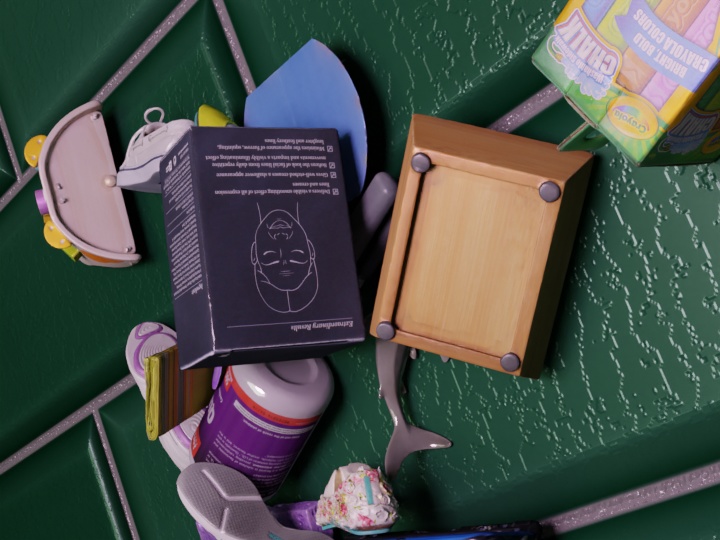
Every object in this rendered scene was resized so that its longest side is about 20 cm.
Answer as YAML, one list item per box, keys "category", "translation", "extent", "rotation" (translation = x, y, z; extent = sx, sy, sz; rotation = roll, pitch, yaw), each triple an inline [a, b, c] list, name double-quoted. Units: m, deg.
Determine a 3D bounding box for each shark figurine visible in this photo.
- category: "shark figurine"
  translation: [0.029, 0.075, 1.018]
  extent: [0.127, 0.089, 0.217]
  rotation: [26, 112, 39]

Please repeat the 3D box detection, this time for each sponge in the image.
- category: "sponge"
  translation: [-0.099, 0.317, 1.201]
  extent: [0.199, 0.030, 0.113]
  rotation: [-16, 98, 44]

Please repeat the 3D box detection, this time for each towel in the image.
- category: "towel"
  translation: [-0.172, 0.107, 1.143]
  extent: [0.018, 0.200, 0.087]
  rotation: [8, 103, 18]

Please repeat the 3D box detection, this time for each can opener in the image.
- category: "can opener"
  translation: [0.000, 0.000, 1.050]
  extent: [0.201, 0.053, 0.067]
  rotation: [-57, 44, 32]

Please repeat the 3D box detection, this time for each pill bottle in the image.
- category: "pill bottle"
  translation: [-0.113, 0.168, 1.148]
  extent: [0.113, 0.112, 0.201]
  rotation: [47, 125, 28]

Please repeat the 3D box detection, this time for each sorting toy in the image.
- category: "sorting toy"
  translation: [-0.359, -0.083, 1.362]
  extent: [0.180, 0.106, 0.203]
  rotation: [149, 106, -69]

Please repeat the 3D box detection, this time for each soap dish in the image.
- category: "soap dish"
  translation: [0.095, -0.015, 0.905]
  extent: [0.155, 0.081, 0.203]
  rotation: [15, 108, 12]

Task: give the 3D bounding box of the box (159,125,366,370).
- category: "box"
  translation: [-0.092, -0.020, 0.990]
  extent: [0.107, 0.147, 0.203]
  rotation: [-28, 67, 61]

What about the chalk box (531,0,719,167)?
- category: "chalk box"
  translation: [0.219, -0.154, 0.773]
  extent: [0.124, 0.124, 0.201]
  rotation: [51, 128, 26]

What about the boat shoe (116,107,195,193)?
- category: "boat shoe"
  translation: [-0.227, -0.139, 1.224]
  extent: [0.201, 0.074, 0.087]
  rotation: [170, 105, -65]

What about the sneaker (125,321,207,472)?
- category: "sneaker"
  translation: [-0.232, 0.155, 1.287]
  extent: [0.201, 0.074, 0.100]
  rotation: [61, 149, 28]

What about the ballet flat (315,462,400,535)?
- category: "ballet flat"
  translation: [-0.003, 0.219, 1.047]
  extent: [0.200, 0.075, 0.065]
  rotation: [138, 125, -72]

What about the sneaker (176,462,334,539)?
- category: "sneaker"
  translation: [-0.109, 0.274, 1.099]
  extent: [0.199, 0.071, 0.080]
  rotation: [37, 136, -1]

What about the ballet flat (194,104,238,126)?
- category: "ballet flat"
  translation: [-0.120, -0.091, 1.106]
  extent: [0.066, 0.067, 0.202]
  rotation: [-23, 63, 22]

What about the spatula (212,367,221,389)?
- category: "spatula"
  translation: [-0.151, 0.021, 1.123]
  extent: [0.056, 0.020, 0.203]
  rotation: [168, 97, -77]

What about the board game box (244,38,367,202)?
- category: "board game box"
  translation: [-0.045, -0.131, 1.089]
  extent: [0.199, 0.039, 0.160]
  rotation: [-29, 77, 50]

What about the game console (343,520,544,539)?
- category: "game console"
  translation: [0.060, 0.282, 0.942]
  extent: [0.198, 0.118, 0.173]
  rotation: [-11, 105, 28]
